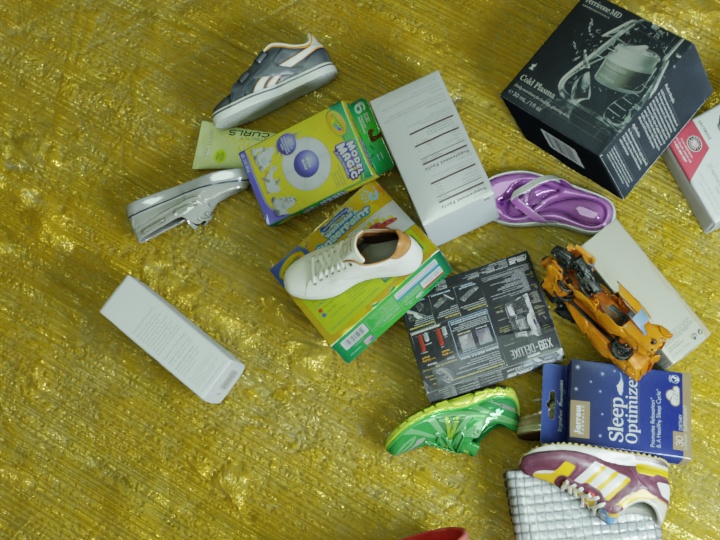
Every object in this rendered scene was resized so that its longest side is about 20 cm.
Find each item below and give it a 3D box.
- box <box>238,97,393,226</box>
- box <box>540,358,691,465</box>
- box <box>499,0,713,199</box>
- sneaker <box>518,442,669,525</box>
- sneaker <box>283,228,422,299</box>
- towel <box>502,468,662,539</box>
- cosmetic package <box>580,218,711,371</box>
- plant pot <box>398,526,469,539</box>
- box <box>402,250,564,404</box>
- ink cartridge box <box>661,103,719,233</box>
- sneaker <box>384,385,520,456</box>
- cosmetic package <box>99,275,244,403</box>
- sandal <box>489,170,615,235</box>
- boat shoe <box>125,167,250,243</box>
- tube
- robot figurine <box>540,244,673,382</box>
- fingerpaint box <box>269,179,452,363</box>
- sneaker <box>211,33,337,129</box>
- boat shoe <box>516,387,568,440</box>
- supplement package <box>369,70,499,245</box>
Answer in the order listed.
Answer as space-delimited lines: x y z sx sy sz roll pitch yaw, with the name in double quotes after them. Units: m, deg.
-0.061 -0.154 1.743 0.198 0.048 0.118 -25 84 13 "box"
0.341 0.186 1.646 0.197 0.032 0.123 7 65 -1 "box"
0.337 -0.242 1.693 0.197 0.124 0.200 -49 52 -4 "box"
0.303 0.280 1.601 0.197 0.075 0.091 5 67 5 "sneaker"
-0.022 -0.020 1.657 0.198 0.085 0.074 -16 62 17 "sneaker"
0.302 0.338 1.667 0.197 0.086 0.168 -8 73 0 "towel"
0.379 0.037 1.691 0.073 0.104 0.201 -36 80 -7 "cosmetic package"
0.078 0.460 1.629 0.198 0.200 0.179 -21 88 3 "plant pot"
0.166 0.078 1.716 0.198 0.050 0.159 -19 63 3 "box"
0.536 -0.166 1.715 0.199 0.086 0.149 -29 79 3 "ink cartridge box"
0.128 0.222 1.708 0.198 0.074 0.085 -19 78 4 "sneaker"
-0.266 0.099 1.757 0.199 0.102 0.074 37 86 11 "cosmetic package"
0.263 -0.101 1.752 0.200 0.050 0.084 8 80 9 "sandal"
-0.245 -0.094 1.800 0.198 0.072 0.066 -18 84 4 "boat shoe"
-0.148 -0.175 1.812 0.197 0.058 0.052 7 122 13 "tube"
0.317 0.048 1.635 0.058 0.145 0.200 -35 69 -19 "robot figurine"
0.000 0.000 1.731 0.200 0.073 0.167 -42 57 -1 "fingerpaint box"
-0.137 -0.278 1.810 0.198 0.078 0.080 -27 83 -11 "sneaker"
0.305 0.185 1.700 0.198 0.073 0.063 -14 72 -8 "boat shoe"
0.105 -0.155 1.734 0.108 0.114 0.202 -24 71 3 "supplement package"
